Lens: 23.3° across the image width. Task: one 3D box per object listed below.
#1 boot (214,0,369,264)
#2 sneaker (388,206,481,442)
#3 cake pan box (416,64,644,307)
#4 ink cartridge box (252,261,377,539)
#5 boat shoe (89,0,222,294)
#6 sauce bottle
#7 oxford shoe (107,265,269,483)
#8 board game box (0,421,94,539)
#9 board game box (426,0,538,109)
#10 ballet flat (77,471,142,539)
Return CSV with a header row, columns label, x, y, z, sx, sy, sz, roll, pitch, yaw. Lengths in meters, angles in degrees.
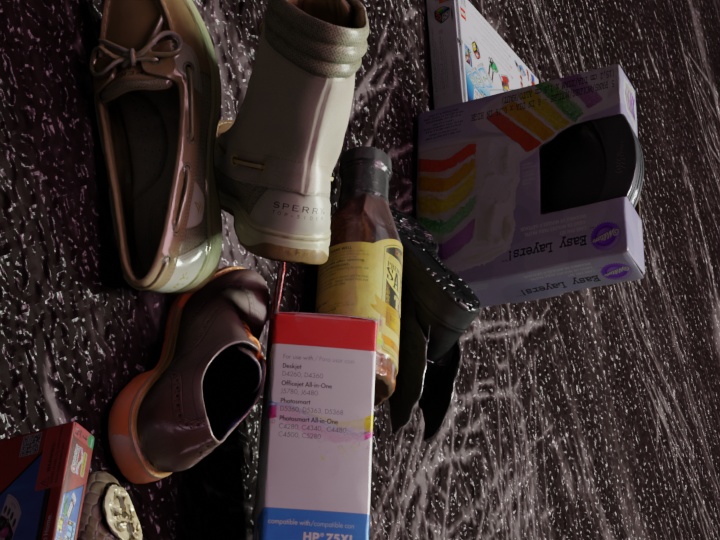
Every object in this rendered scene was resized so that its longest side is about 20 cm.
label,x,y,z,sx,sy,sz,roll,pitch,yaw
boot,-0.049,-0.106,1.083,0.200,0.071,0.156,-127,-134,-65
sneaker,0.030,0.034,1.333,0.060,0.105,0.200,21,19,-32
cake pan box,0.143,-0.066,1.465,0.052,0.198,0.186,43,43,-53
ink cartridge box,-0.029,0.101,1.088,0.116,0.066,0.202,109,-15,-71
boat shoe,-0.128,-0.087,1.055,0.063,0.072,0.203,7,79,-68
sauce bottle,0.000,0.000,1.285,0.066,0.065,0.202,45,41,-48
oxford shoe,-0.083,0.058,1.069,0.072,0.072,0.201,63,27,-25
board game box,-0.178,0.167,0.775,0.019,0.102,0.202,45,38,-43
board game box,0.123,-0.168,1.668,0.200,0.034,0.128,37,44,-54
ballet flat,-0.123,0.207,0.937,0.067,0.046,0.202,20,60,-61
